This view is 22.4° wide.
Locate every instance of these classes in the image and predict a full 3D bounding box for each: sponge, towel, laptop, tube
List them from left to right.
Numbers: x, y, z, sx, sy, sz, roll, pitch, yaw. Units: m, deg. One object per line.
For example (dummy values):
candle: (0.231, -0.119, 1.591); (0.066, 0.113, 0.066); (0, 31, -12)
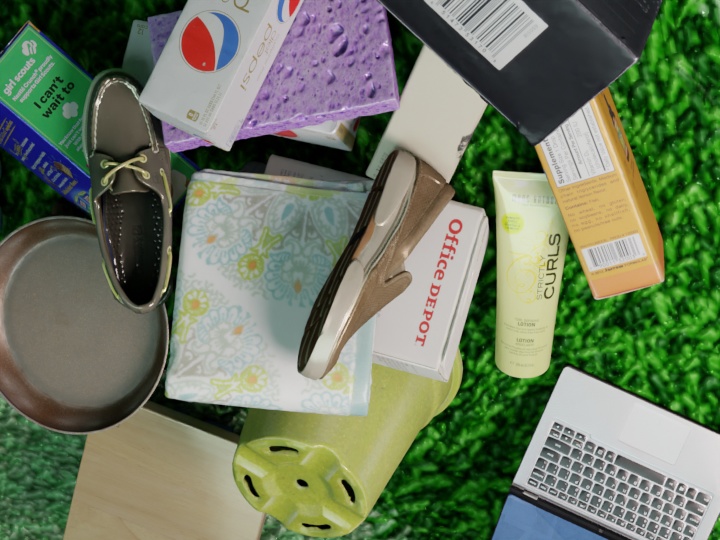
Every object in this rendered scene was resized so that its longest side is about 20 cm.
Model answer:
sponge: (-0.071, -0.169, 1.474); (0.198, 0.113, 0.030); (-10, 168, 11)
towel: (-0.068, 0.016, 1.505); (0.169, 0.202, 0.048); (5, 165, 0)
tube: (0.147, 0.001, 1.589); (0.052, 0.058, 0.202); (37, 137, 41)
laptop: (0.227, 0.221, 1.627); (0.186, 0.116, 0.201); (24, 101, 3)

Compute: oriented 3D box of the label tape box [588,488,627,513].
label tape box: (0.224, 0.296, 1.769); (0.144, 0.063, 0.200); (37, 119, -8)

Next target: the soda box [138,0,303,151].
soda box: (-0.097, -0.202, 1.438); (0.068, 0.201, 0.064); (25, 175, 16)

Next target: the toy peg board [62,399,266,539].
toy peg board: (-0.186, 0.222, 1.887); (0.198, 0.098, 0.201); (20, 115, 7)

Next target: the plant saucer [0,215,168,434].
plant saucer: (-0.262, 0.048, 1.663); (0.198, 0.032, 0.202); (3, 100, 17)

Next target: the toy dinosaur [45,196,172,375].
toy dinosaur: (-0.244, 0.039, 1.718); (0.086, 0.201, 0.135); (-43, 144, 16)

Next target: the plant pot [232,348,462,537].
plant pot: (-0.027, 0.133, 1.661); (0.199, 0.185, 0.201); (14, 136, 14)

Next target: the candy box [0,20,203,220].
candy box: (-0.247, -0.113, 1.599); (0.200, 0.077, 0.169); (39, 167, -10)

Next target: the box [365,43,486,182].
box: (0.076, -0.153, 1.477); (0.068, 0.082, 0.201); (27, 133, 1)

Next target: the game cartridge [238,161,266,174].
game cartridge: (-0.122, 0.006, 1.647); (0.040, 0.133, 0.201); (22, 126, 13)

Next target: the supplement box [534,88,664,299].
supplement box: (0.191, -0.079, 1.488); (0.068, 0.067, 0.201); (-14, 119, 16)

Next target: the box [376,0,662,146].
box: (0.117, -0.236, 1.315); (0.196, 0.201, 0.117); (41, 131, -12)

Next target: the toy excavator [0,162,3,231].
toy excavator: (-0.392, -0.120, 1.705); (0.194, 0.100, 0.200); (43, 117, -15)

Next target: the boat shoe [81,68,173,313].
boat shoe: (-0.188, -0.065, 1.492); (0.071, 0.060, 0.204); (-7, 97, -7)

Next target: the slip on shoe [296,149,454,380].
slip on shoe: (0.013, 0.002, 1.455); (0.060, 0.201, 0.076); (28, 161, -11)

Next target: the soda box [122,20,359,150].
soda box: (-0.099, -0.157, 1.537); (0.198, 0.064, 0.068); (12, 175, 14)

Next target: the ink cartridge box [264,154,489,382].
ink cartridge box: (0.000, 0.000, 1.576); (0.198, 0.148, 0.083); (15, 170, 11)
